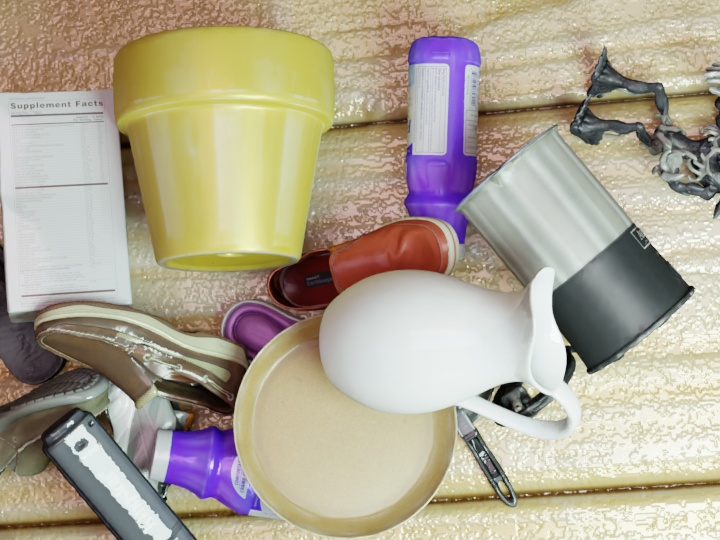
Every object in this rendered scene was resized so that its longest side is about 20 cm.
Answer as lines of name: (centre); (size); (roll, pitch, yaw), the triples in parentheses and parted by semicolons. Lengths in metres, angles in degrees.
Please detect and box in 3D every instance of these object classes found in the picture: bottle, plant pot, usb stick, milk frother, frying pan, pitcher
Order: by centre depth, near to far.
pitcher: (0.079, 0.078, 1.159); (0.200, 0.121, 0.172); (-4, 124, 27)
milk frother: (0.151, 0.012, 1.208); (0.200, 0.181, 0.188); (-39, 85, -4)
plant pot: (-0.014, 0.137, 1.225); (0.199, 0.027, 0.201); (1, 79, -7)
plant pot: (-0.119, -0.099, 1.230); (0.200, 0.201, 0.189); (-4, 82, 6)
usb stick: (-0.208, 0.210, 1.231); (0.055, 0.033, 0.200); (-38, 107, -9)
bottle: (-0.091, 0.182, 1.254); (0.199, 0.065, 0.084); (11, 85, -10)
bottle: (0.075, -0.111, 1.266); (0.065, 0.084, 0.201); (2, 93, 9)
frying pan: (0.075, 0.135, 1.284); (0.115, 0.031, 0.191); (-10, 82, 8)

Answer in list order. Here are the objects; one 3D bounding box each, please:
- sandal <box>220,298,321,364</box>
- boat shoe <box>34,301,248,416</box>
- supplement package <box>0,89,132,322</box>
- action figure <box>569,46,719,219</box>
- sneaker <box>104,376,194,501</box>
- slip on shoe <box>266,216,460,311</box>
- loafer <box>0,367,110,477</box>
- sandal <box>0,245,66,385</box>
sandal: (-0.044, 0.084, 1.277); (0.202, 0.050, 0.083); (16, 90, 17)
boat shoe: (-0.194, 0.084, 1.230); (0.202, 0.075, 0.075); (14, 57, -21)
supplement package: (-0.277, -0.058, 1.280); (0.113, 0.110, 0.201); (-3, 84, -13)
action figure: (0.295, -0.124, 1.243); (0.200, 0.102, 0.119); (23, 77, 9)
sneaker: (-0.195, 0.172, 1.288); (0.079, 0.074, 0.201); (-2, 85, 1)
slip on shoe: (0.000, 0.000, 1.246); (0.200, 0.061, 0.074); (-13, 93, 31)
loafer: (-0.301, 0.150, 1.285); (0.200, 0.075, 0.070); (-23, 100, 33)
sandal: (-0.359, 0.023, 1.328); (0.075, 0.048, 0.200); (-44, 83, 1)
